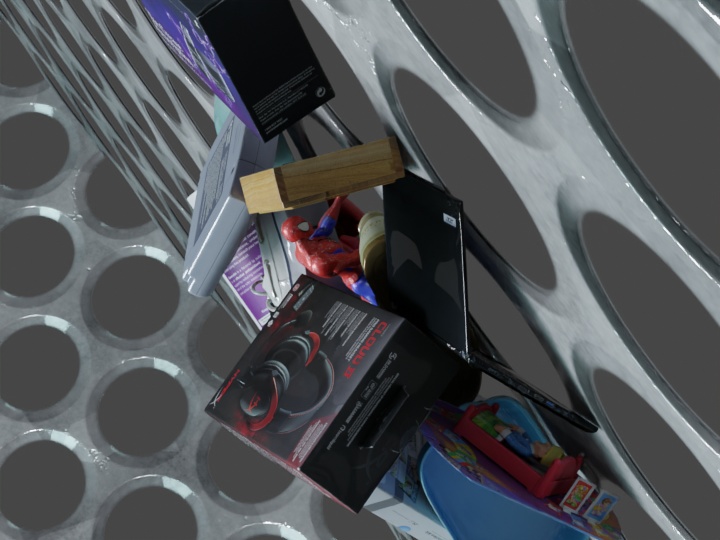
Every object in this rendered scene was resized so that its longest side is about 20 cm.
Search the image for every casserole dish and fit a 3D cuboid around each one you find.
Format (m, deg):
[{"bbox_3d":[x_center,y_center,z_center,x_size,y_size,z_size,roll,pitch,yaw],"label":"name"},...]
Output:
[{"bbox_3d":[0.122,0.198,1.713,0.200,0.121,0.039,58,165,-19],"label":"casserole dish"}]

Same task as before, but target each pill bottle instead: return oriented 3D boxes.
[{"bbox_3d":[-0.103,-0.020,2.156,0.200,0.112,0.112,55,172,-2],"label":"pill bottle"}]

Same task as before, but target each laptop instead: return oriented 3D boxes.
[{"bbox_3d":[0.099,0.020,1.533,0.200,0.103,0.177,30,-178,-22],"label":"laptop"}]

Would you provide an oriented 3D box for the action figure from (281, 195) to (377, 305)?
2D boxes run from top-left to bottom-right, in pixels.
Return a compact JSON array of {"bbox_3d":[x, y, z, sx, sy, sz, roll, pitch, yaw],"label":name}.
[{"bbox_3d":[0.019,-0.009,1.726,0.200,0.099,0.065,34,180,-29],"label":"action figure"}]

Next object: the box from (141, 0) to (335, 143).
[{"bbox_3d":[-0.119,-0.215,1.593,0.200,0.079,0.141,46,165,47],"label":"box"}]

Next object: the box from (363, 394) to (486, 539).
[{"bbox_3d":[0.049,0.154,1.742,0.200,0.041,0.156,34,-132,-42],"label":"box"}]

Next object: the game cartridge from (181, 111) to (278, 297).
[{"bbox_3d":[-0.115,-0.082,1.766,0.041,0.133,0.200,26,-147,-16],"label":"game cartridge"}]

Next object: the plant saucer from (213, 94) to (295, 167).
[{"bbox_3d":[-0.105,-0.111,1.930,0.201,0.039,0.201,60,167,24],"label":"plant saucer"}]

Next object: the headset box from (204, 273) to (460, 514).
[{"bbox_3d":[-0.021,0.099,1.590,0.075,0.149,0.200,40,171,-30],"label":"headset box"}]

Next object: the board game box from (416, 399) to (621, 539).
[{"bbox_3d":[0.136,0.146,1.591,0.200,0.039,0.158,27,-166,-20],"label":"board game box"}]

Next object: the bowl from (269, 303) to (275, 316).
[{"bbox_3d":[-0.044,0.101,1.947,0.201,0.039,0.201,160,90,-81],"label":"bowl"}]

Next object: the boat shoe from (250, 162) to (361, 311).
[{"bbox_3d":[-0.061,0.009,1.768,0.086,0.075,0.202,-18,90,49],"label":"boat shoe"}]

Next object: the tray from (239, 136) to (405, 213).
[{"bbox_3d":[-0.034,-0.074,1.570,0.200,0.098,0.037,-172,68,-79],"label":"tray"}]

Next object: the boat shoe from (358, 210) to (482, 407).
[{"bbox_3d":[0.049,0.038,1.690,0.201,0.073,0.063,61,-176,-32],"label":"boat shoe"}]

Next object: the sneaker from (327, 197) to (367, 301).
[{"bbox_3d":[0.000,0.000,1.801,0.200,0.074,0.087,49,155,3],"label":"sneaker"}]
